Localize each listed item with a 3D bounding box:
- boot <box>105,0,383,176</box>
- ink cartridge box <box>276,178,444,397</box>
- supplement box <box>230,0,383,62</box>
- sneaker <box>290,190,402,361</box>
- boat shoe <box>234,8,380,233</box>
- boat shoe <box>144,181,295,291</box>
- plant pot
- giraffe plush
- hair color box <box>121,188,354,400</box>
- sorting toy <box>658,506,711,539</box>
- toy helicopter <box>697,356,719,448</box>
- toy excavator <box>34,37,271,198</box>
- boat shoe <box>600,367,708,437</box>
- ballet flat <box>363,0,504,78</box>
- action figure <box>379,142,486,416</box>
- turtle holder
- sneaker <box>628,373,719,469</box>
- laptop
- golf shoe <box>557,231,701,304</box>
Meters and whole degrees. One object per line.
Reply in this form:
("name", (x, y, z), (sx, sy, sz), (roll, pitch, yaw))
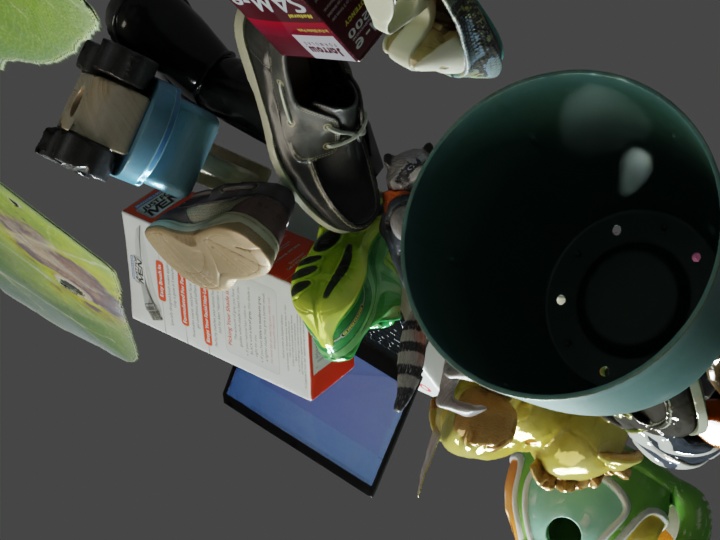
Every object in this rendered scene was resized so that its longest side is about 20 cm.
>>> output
("boot", (-0.087, -0.141, 1.703), (0.200, 0.066, 0.165), (35, 178, 31))
("ink cartridge box", (0.012, 0.011, 1.907), (0.144, 0.084, 0.200), (23, 159, 42))
("supplement box", (-0.072, -0.224, 1.432), (0.200, 0.061, 0.109), (45, 164, -29))
("sneaker", (0.000, 0.000, 1.705), (0.074, 0.200, 0.084), (3, 122, 25))
("boat shoe", (-0.028, -0.109, 1.595), (0.067, 0.072, 0.201), (13, 134, 46))
("boat shoe", (-0.103, -0.032, 1.682), (0.072, 0.065, 0.200), (45, 161, -15))
("plant pot", (0.147, -0.001, 1.354), (0.200, 0.201, 0.161), (29, 178, 29))
("giraffe plush", (0.149, 0.113, 1.787), (0.161, 0.201, 0.173), (14, -152, -6))
("hair color box", (-0.100, 0.014, 1.804), (0.199, 0.064, 0.112), (22, 131, 31))
("sorting toy", (0.309, 0.287, 2.082), (0.179, 0.107, 0.200), (16, 163, 4))
("toy helicopter", (0.328, 0.093, 1.480), (0.199, 0.079, 0.132), (26, 156, 4))
("toy excavator", (-0.147, -0.095, 1.735), (0.199, 0.100, 0.194), (26, 178, -19))
("boat shoe", (0.192, 0.081, 1.516), (0.201, 0.060, 0.072), (-175, 73, -87))
("ballet flat", (0.034, -0.163, 1.353), (0.074, 0.074, 0.200), (28, 163, 32))
("action figure", (0.052, -0.004, 1.615), (0.200, 0.104, 0.195), (53, -156, -71))
("turtle holder", (0.213, 0.212, 1.938), (0.185, 0.132, 0.141), (28, 162, -11))
("sneaker", (0.211, 0.076, 1.656), (0.199, 0.080, 0.129), (45, 159, -11))
("laptop", (-0.047, 0.068, 1.848), (0.177, 0.103, 0.200), (30, 161, 25))
("golf shoe", (0.180, -0.002, 1.516), (0.199, 0.092, 0.076), (-14, 115, 45))
